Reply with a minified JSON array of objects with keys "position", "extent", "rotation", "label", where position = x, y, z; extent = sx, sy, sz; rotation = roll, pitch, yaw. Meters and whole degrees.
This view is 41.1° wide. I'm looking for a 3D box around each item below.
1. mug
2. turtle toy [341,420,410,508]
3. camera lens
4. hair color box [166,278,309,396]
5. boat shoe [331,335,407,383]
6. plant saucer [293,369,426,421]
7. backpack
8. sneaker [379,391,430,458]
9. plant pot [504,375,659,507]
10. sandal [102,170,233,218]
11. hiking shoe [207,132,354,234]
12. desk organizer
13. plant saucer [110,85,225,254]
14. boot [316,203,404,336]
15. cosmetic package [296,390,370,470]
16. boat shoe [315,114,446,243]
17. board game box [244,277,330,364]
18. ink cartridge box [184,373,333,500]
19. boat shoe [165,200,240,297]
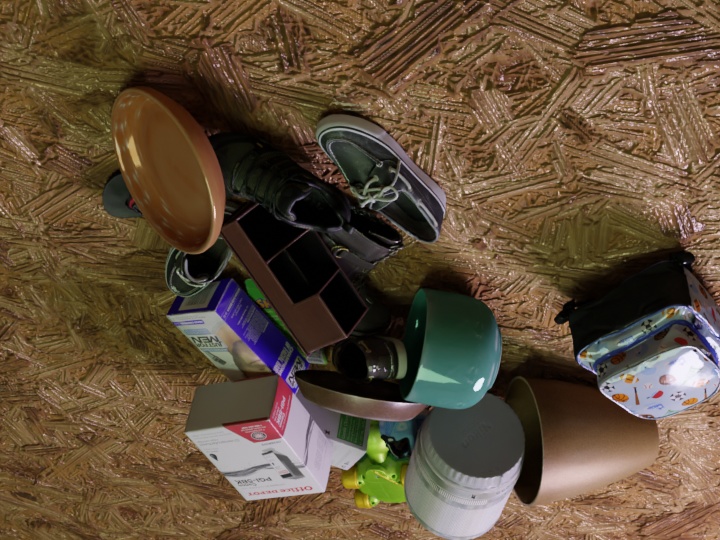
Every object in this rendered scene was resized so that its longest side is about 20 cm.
[{"position":[0.122,0.107,1.305],"extent":[0.112,0.155,0.185],"rotation":[10,-177,-7],"label":"mug"},{"position":[0.044,0.329,1.637],"extent":[0.143,0.102,0.201],"rotation":[-5,140,18],"label":"turtle toy"},{"position":[0.153,0.292,1.429],"extent":[0.157,0.162,0.201],"rotation":[10,139,0],"label":"camera lens"},{"position":[-0.176,0.102,1.400],"extent":[0.108,0.065,0.200],"rotation":[-7,136,39],"label":"hair color box"},{"position":[-0.003,0.122,1.356],"extent":[0.060,0.073,0.201],"rotation":[-4,178,-24],"label":"boat shoe"},{"position":[0.000,0.178,1.353],"extent":[0.197,0.035,0.200],"rotation":[10,-179,0],"label":"plant saucer"},{"position":[0.383,0.096,1.225],"extent":[0.189,0.156,0.199],"rotation":[27,138,-37],"label":"backpack"},{"position":[0.063,0.252,1.514],"extent":[0.077,0.091,0.200],"rotation":[8,164,21],"label":"sneaker"},{"position":[0.331,0.248,1.421],"extent":[0.196,0.189,0.188],"rotation":[-1,144,-8],"label":"plant pot"},{"position":[-0.246,-0.095,1.205],"extent":[0.197,0.046,0.075],"rotation":[-8,139,22],"label":"sandal"},{"position":[-0.094,-0.101,1.099],"extent":[0.198,0.077,0.101],"rotation":[23,-175,-14],"label":"hiking shoe"},{"position":[-0.082,-0.001,1.200],"extent":[0.076,0.072,0.201],"rotation":[-24,106,39],"label":"desk organizer"},{"position":[-0.216,-0.117,1.103],"extent":[0.199,0.037,0.203],"rotation":[32,137,34],"label":"plant saucer"},{"position":[0.000,0.000,1.250],"extent":[0.199,0.070,0.174],"rotation":[31,139,-22],"label":"boot"},{"position":[-0.088,0.231,1.539],"extent":[0.197,0.109,0.085],"rotation":[21,141,-16],"label":"cosmetic package"},{"position":[0.023,-0.100,1.114],"extent":[0.073,0.069,0.199],"rotation":[-22,132,35],"label":"boat shoe"},{"position":[-0.104,0.070,1.400],"extent":[0.094,0.030,0.201],"rotation":[5,145,11],"label":"board game box"},{"position":[-0.147,0.253,1.429],"extent":[0.145,0.084,0.201],"rotation":[-11,134,21],"label":"ink cartridge box"},{"position":[-0.217,-0.015,1.275],"extent":[0.071,0.072,0.200],"rotation":[28,137,-12],"label":"boat shoe"}]
